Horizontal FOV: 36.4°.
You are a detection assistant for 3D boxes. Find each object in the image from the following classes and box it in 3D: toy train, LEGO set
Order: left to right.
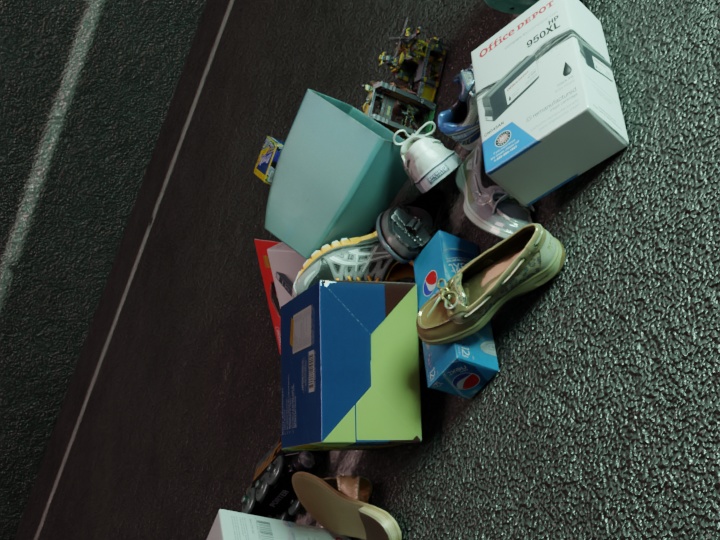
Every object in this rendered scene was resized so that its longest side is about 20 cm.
[{"bbox_3d":[-0.118,0.314,1.685,0.201,0.084,0.115,-52,19,43],"label":"toy train"},{"bbox_3d":[0.043,-0.275,1.664,0.153,0.114,0.204,12,85,66],"label":"LEGO set"}]

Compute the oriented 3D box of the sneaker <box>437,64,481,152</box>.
[{"bbox_3d":[0.168,-0.236,1.403,0.201,0.084,0.078,-54,30,35],"label":"sneaker"}]

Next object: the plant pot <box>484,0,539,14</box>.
[{"bbox_3d":[0.204,-0.410,1.321,0.200,0.197,0.164,-26,64,59],"label":"plant pot"}]

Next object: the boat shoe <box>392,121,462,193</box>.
[{"bbox_3d":[0.080,-0.153,1.440,0.074,0.087,0.202,-37,2,9],"label":"boat shoe"}]

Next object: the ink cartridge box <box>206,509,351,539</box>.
[{"bbox_3d":[-0.099,0.405,1.425,0.089,0.197,0.146,-65,26,24],"label":"ink cartridge box"}]

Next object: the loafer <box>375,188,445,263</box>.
[{"bbox_3d":[0.071,-0.069,1.457,0.063,0.072,0.200,-42,4,20],"label":"loafer"}]

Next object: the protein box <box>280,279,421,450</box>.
[{"bbox_3d":[-0.018,0.130,1.431,0.200,0.132,0.203,148,123,-68],"label":"protein box"}]

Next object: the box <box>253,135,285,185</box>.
[{"bbox_3d":[-0.061,-0.142,1.704,0.065,0.197,0.070,-67,25,9],"label":"box"}]

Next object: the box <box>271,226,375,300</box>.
[{"bbox_3d":[-0.057,-0.015,1.699,0.104,0.094,0.200,61,142,10],"label":"box"}]

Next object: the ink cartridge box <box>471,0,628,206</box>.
[{"bbox_3d":[0.210,-0.200,1.249,0.144,0.084,0.203,-32,43,33],"label":"ink cartridge box"}]

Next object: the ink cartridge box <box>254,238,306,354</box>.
[{"bbox_3d":[-0.104,0.056,1.678,0.175,0.044,0.204,5,112,47],"label":"ink cartridge box"}]

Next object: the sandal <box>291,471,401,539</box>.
[{"bbox_3d":[-0.003,0.310,1.459,0.210,0.069,0.079,15,123,50],"label":"sandal"}]

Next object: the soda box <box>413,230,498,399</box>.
[{"bbox_3d":[0.116,0.053,1.352,0.068,0.063,0.202,-50,32,40],"label":"soda box"}]

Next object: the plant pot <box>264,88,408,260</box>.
[{"bbox_3d":[-0.038,-0.120,1.530,0.140,0.141,0.202,35,104,24],"label":"plant pot"}]

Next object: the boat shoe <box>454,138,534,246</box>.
[{"bbox_3d":[0.166,-0.097,1.333,0.203,0.073,0.066,-102,32,-59],"label":"boat shoe"}]

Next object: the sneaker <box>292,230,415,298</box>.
[{"bbox_3d":[0.000,0.000,1.506,0.078,0.197,0.079,60,164,26],"label":"sneaker"}]

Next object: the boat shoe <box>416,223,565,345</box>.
[{"bbox_3d":[0.137,0.012,1.250,0.199,0.063,0.074,-36,43,18],"label":"boat shoe"}]

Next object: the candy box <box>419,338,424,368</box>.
[{"bbox_3d":[0.048,0.075,1.534,0.104,0.026,0.200,-68,24,5],"label":"candy box"}]
